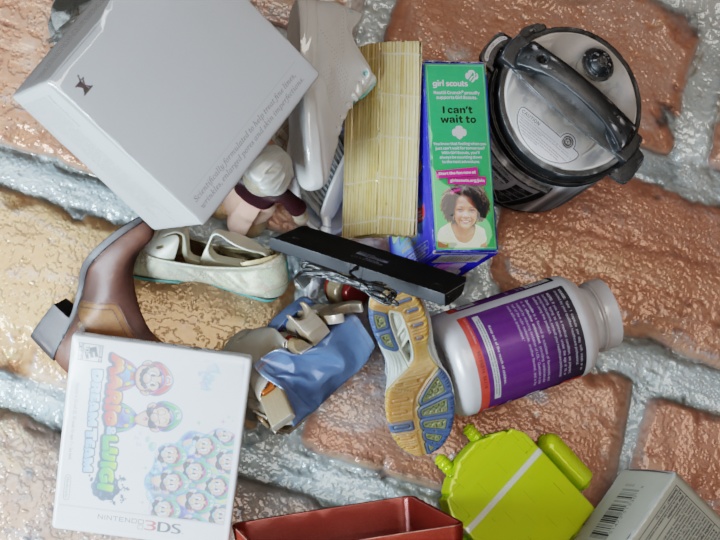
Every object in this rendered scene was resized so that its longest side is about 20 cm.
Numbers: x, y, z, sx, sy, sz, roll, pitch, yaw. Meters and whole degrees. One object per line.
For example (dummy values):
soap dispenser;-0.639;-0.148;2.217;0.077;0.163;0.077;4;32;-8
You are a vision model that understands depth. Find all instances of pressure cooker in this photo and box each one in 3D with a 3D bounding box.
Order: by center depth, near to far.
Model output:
pressure cooker;0.202;-0.166;1.749;0.174;0.200;0.181;-3;80;-16

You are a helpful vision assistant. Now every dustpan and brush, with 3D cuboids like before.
dustpan and brush;-0.036;-0.068;1.743;0.139;0.057;0.202;2;114;-48

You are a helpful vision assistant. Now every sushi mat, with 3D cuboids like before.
sushi mat;0.022;-0.133;1.680;0.012;0.095;0.203;3;88;-52

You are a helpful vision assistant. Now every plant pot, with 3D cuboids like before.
plant pot;-0.007;0.337;1.619;0.197;0.200;0.179;-7;91;-13

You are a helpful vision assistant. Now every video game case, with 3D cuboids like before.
video game case;-0.209;0.171;1.641;0.180;0.024;0.203;8;99;-2

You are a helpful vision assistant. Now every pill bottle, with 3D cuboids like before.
pill bottle;0.175;0.075;1.742;0.198;0.112;0.114;-17;83;-14

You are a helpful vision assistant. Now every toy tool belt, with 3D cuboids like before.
toy tool belt;-0.042;0.081;1.683;0.200;0.123;0.125;-44;118;-16

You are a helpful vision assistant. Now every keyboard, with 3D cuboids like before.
keyboard;0.000;0.000;1.627;0.198;0.127;0.021;17;109;21

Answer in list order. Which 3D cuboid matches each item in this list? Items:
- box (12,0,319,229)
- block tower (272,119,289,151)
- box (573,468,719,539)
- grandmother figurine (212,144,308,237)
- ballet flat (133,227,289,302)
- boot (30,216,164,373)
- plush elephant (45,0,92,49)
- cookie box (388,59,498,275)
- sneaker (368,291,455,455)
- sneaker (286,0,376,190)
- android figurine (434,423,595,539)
box;-0.185;-0.177;1.564;0.200;0.130;0.200;44;71;-20
block tower;-0.110;-0.206;1.767;0.058;0.054;0.200;-40;90;-15
box;0.332;0.319;1.710;0.200;0.109;0.128;45;72;-13
grandmother figurine;-0.106;-0.080;1.667;0.120;0.200;0.061;21;75;-6
ballet flat;-0.168;-0.019;1.695;0.197;0.068;0.063;10;121;3
boot;-0.210;0.067;1.652;0.200;0.068;0.189;40;100;1
plush elephant;-0.243;-0.232;1.703;0.156;0.163;0.201;62;31;-34
cookie box;0.081;-0.100;1.727;0.074;0.171;0.203;-1;80;-15
sneaker;0.056;0.091;1.706;0.074;0.088;0.202;-8;111;4
sneaker;-0.026;-0.179;1.655;0.087;0.075;0.203;4;76;-17
android figurine;0.165;0.253;1.742;0.200;0.041;0.182;44;75;-3
